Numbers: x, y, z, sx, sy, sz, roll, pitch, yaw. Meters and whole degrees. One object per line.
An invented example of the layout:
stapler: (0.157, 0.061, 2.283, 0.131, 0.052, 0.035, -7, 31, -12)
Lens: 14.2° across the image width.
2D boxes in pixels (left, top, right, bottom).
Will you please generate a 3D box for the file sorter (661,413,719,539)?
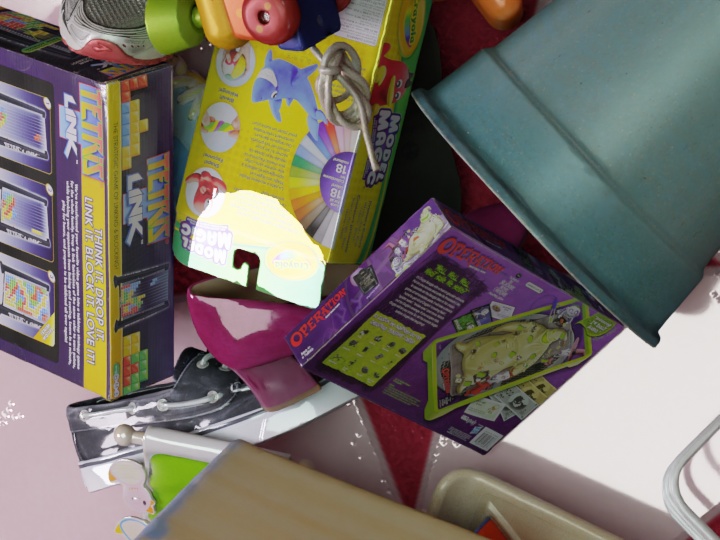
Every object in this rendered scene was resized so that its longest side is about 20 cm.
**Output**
file sorter: (0.248, 0.122, 1.601, 0.125, 0.200, 0.139, -45, 83, -1)

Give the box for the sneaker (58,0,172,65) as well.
sneaker: (-0.127, -0.199, 1.687, 0.078, 0.200, 0.082, 10, 140, 4)

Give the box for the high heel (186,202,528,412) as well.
high heel: (0.000, 0.000, 1.682, 0.200, 0.067, 0.096, -35, 124, 1)

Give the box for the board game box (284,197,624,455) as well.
board game box: (0.057, 0.036, 1.665, 0.120, 0.200, 0.032, -39, 55, 16)

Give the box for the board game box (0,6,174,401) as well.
board game box: (-0.185, -0.044, 1.731, 0.165, 0.057, 0.201, 21, 119, 38)

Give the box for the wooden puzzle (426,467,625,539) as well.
wooden puzzle: (0.111, 0.235, 1.718, 0.199, 0.046, 0.186, 23, 115, 11)

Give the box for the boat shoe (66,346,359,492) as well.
boat shoe: (-0.089, 0.077, 1.771, 0.199, 0.072, 0.068, -18, 92, 23)

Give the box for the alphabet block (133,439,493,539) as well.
alphabet block: (-0.037, 0.246, 1.650, 0.200, 0.195, 0.197, 21, 126, 19)

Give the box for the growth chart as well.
growth chart: (-0.081, 0.182, 1.769, 0.144, 0.018, 0.201, 3, 120, 17)

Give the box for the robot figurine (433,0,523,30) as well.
robot figurine: (0.049, -0.237, 1.678, 0.144, 0.117, 0.200, -36, 84, 41)

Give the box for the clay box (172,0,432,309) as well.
clay box: (-0.035, -0.087, 1.663, 0.115, 0.048, 0.201, 19, 100, 31)

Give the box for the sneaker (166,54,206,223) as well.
sneaker: (-0.101, -0.106, 1.752, 0.130, 0.080, 0.201, -6, 103, 17)

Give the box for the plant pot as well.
plant pot: (0.168, -0.094, 1.631, 0.196, 0.200, 0.200, -43, 83, 6)

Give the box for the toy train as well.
toy train: (-0.068, -0.140, 1.605, 0.115, 0.085, 0.201, -9, 104, 30)

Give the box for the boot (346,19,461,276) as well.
boot: (0.012, -0.068, 1.739, 0.073, 0.075, 0.201, -10, 111, -25)
